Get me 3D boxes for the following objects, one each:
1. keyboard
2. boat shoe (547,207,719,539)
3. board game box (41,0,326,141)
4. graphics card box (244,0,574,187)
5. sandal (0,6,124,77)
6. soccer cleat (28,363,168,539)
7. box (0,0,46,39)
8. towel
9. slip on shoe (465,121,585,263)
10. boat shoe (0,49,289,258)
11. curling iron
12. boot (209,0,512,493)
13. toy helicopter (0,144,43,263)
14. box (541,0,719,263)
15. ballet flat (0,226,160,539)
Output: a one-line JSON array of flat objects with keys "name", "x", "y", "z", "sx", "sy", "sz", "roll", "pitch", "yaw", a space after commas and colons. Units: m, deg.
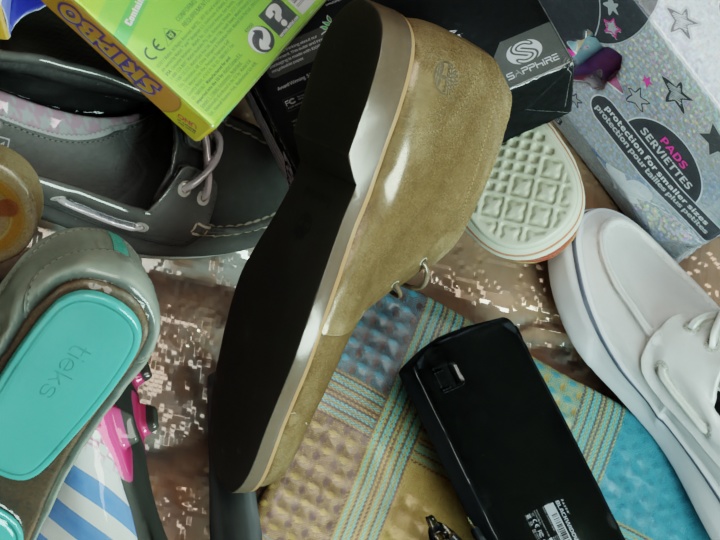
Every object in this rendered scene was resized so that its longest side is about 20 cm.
[{"name": "keyboard", "x": 0.065, "y": 0.122, "z": 1.041, "sx": 0.104, "sy": 0.040, "sz": 0.200, "roll": -16, "pitch": 75, "yaw": -47}, {"name": "boat shoe", "x": 0.156, "y": 0.046, "z": 1.082, "sx": 0.074, "sy": 0.065, "sz": 0.200, "roll": -21, "pitch": 69, "yaw": -41}, {"name": "board game box", "x": -0.106, "y": -0.151, "z": 0.988, "sx": 0.200, "sy": 0.030, "sz": 0.096, "roll": 44, "pitch": 64, "yaw": -9}, {"name": "graphics card box", "x": -0.008, "y": -0.131, "z": 1.064, "sx": 0.125, "sy": 0.051, "sz": 0.200, "roll": -24, "pitch": 66, "yaw": -8}, {"name": "sandal", "x": -0.142, "y": -0.169, "z": 1.062, "sx": 0.082, "sy": 0.055, "sz": 0.200, "roll": -14, "pitch": 84, "yaw": -24}, {"name": "soccer cleat", "x": -0.118, "y": 0.083, "z": 0.980, "sx": 0.086, "sy": 0.070, "sz": 0.200, "roll": -21, "pitch": 66, "yaw": 6}, {"name": "box", "x": -0.209, "y": -0.159, "z": 1.009, "sx": 0.200, "sy": 0.041, "sz": 0.119, "roll": 4, "pitch": 72, "yaw": 2}, {"name": "towel", "x": 0.061, "y": 0.106, "z": 1.067, "sx": 0.200, "sy": 0.022, "sz": 0.147, "roll": 29, "pitch": 64, "yaw": -8}, {"name": "slip on shoe", "x": 0.036, "y": -0.085, "z": 1.105, "sx": 0.074, "sy": 0.061, "sz": 0.200, "roll": -30, "pitch": 70, "yaw": 0}, {"name": "boat shoe", "x": -0.107, "y": -0.048, "z": 1.028, "sx": 0.200, "sy": 0.057, "sz": 0.067, "roll": 12, "pitch": 76, "yaw": -21}, {"name": "curling iron", "x": -0.037, "y": 0.124, "z": 0.992, "sx": 0.050, "sy": 0.026, "sz": 0.200, "roll": -14, "pitch": 53, "yaw": -3}, {"name": "boot", "x": 0.000, "y": 0.000, "z": 0.985, "sx": 0.075, "sy": 0.074, "sz": 0.200, "roll": 15, "pitch": 104, "yaw": -31}, {"name": "toy helicopter", "x": -0.219, "y": -0.044, "z": 0.957, "sx": 0.200, "sy": 0.132, "sz": 0.079, "roll": 21, "pitch": 26, "yaw": -4}, {"name": "box", "x": 0.140, "y": -0.126, "z": 1.124, "sx": 0.132, "sy": 0.115, "sz": 0.200, "roll": -36, "pitch": 87, "yaw": -28}, {"name": "ballet flat", "x": -0.141, "y": 0.068, "z": 0.941, "sx": 0.067, "sy": 0.064, "sz": 0.200, "roll": 32, "pitch": 106, "yaw": -23}]
